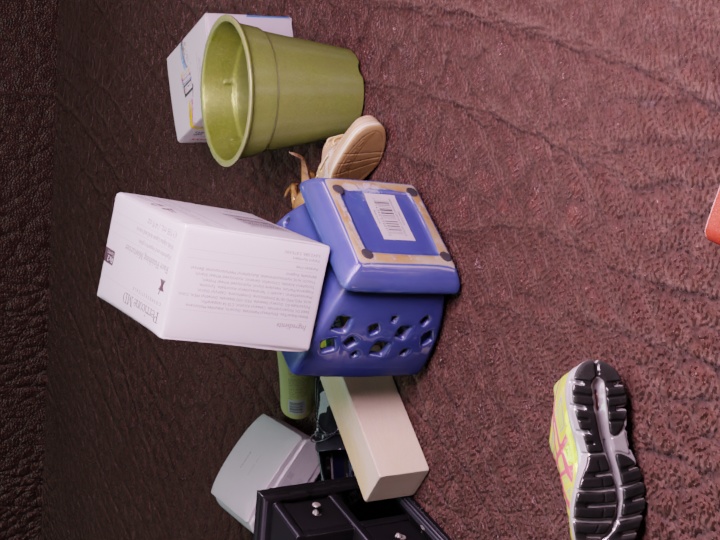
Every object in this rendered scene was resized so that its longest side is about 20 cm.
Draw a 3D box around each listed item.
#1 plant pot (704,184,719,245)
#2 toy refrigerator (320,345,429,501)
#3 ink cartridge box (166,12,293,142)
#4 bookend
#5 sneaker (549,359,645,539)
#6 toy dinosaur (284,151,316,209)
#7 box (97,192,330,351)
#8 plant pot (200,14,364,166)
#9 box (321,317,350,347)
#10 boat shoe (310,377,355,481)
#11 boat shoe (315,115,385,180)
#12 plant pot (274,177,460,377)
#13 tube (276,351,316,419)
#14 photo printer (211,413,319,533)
[{"bbox_3d":[0.374,-0.078,0.815,0.176,0.198,0.202,40,129,42],"label":"plant pot"},{"bbox_3d":[0.015,0.203,1.705,0.202,0.075,0.070,67,148,33],"label":"toy refrigerator"},{"bbox_3d":[-0.203,-0.299,2.017,0.200,0.145,0.147,-25,71,63],"label":"ink cartridge box"},{"bbox_3d":[-0.011,0.355,1.637,0.199,0.197,0.094,-141,52,-57],"label":"bookend"},{"bbox_3d":[0.228,0.193,1.277,0.090,0.077,0.203,158,112,-71],"label":"sneaker"},{"bbox_3d":[-0.076,-0.109,1.844,0.107,0.059,0.202,-110,14,-56],"label":"toy dinosaur"},{"bbox_3d":[-0.175,0.002,1.502,0.198,0.198,0.133,22,102,54],"label":"box"},{"bbox_3d":[-0.102,-0.247,1.765,0.199,0.187,0.203,15,106,62],"label":"plant pot"},{"bbox_3d":[-0.058,0.069,1.875,0.117,0.048,0.203,-6,86,64],"label":"box"},{"bbox_3d":[-0.030,0.233,1.789,0.074,0.062,0.203,-5,93,21],"label":"boat shoe"},{"bbox_3d":[-0.024,-0.151,1.747,0.070,0.073,0.201,65,148,26],"label":"boat shoe"},{"bbox_3d":[0.000,0.000,1.587,0.181,0.197,0.202,-59,41,38],"label":"plant pot"},{"bbox_3d":[-0.086,0.134,1.795,0.201,0.051,0.058,94,-162,-52],"label":"tube"},{"bbox_3d":[-0.149,0.313,1.990,0.167,0.069,0.199,-56,25,-9],"label":"photo printer"}]
